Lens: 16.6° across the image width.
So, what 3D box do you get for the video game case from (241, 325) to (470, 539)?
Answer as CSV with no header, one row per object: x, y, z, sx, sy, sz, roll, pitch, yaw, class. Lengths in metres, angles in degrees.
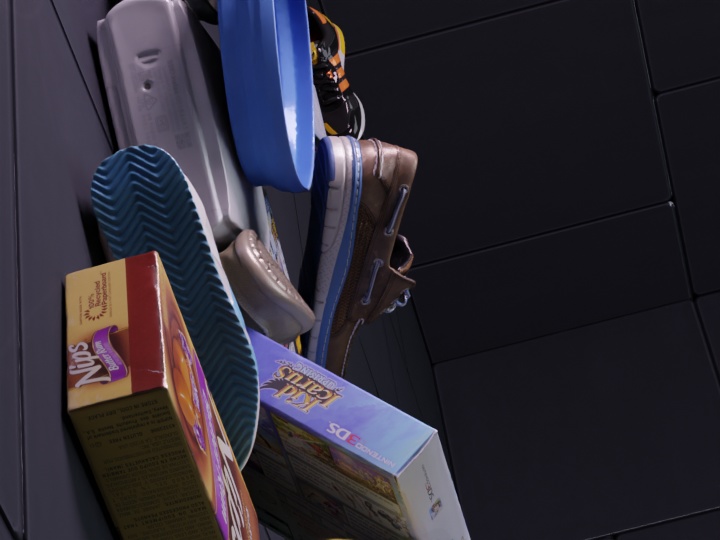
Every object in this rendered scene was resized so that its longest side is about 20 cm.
-0.020,0.126,1.557,0.200,0.045,0.181,27,-27,33,video game case

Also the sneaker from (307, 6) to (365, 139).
-0.052,-0.249,3.169,0.090,0.070,0.201,41,31,-56,sneaker

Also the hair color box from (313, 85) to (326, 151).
-0.087,-0.121,1.934,0.200,0.099,0.061,38,38,-83,hair color box

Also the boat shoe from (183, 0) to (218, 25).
-0.130,-0.197,1.698,0.073,0.062,0.200,62,-2,-19,boat shoe

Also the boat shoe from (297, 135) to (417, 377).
0.000,0.000,1.653,0.072,0.072,0.200,-100,-165,-47,boat shoe

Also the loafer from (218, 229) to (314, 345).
-0.077,0.029,1.616,0.076,0.068,0.200,54,-8,10,loafer

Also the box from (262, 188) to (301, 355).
-0.082,0.015,1.953,0.200,0.040,0.137,-79,155,-81,box

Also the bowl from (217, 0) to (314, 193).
-0.062,-0.150,1.627,0.201,0.039,0.201,-5,90,-84,bowl

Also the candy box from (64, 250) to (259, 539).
-0.100,0.104,1.298,0.117,0.056,0.200,-100,176,-52,candy box

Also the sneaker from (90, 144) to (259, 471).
-0.101,0.029,1.416,0.081,0.076,0.201,55,23,-84,sneaker

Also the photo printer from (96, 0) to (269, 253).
-0.113,-0.082,1.649,0.200,0.069,0.167,53,22,-79,photo printer

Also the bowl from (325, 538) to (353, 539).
0.022,0.228,1.459,0.200,0.108,0.200,34,-33,26,bowl
